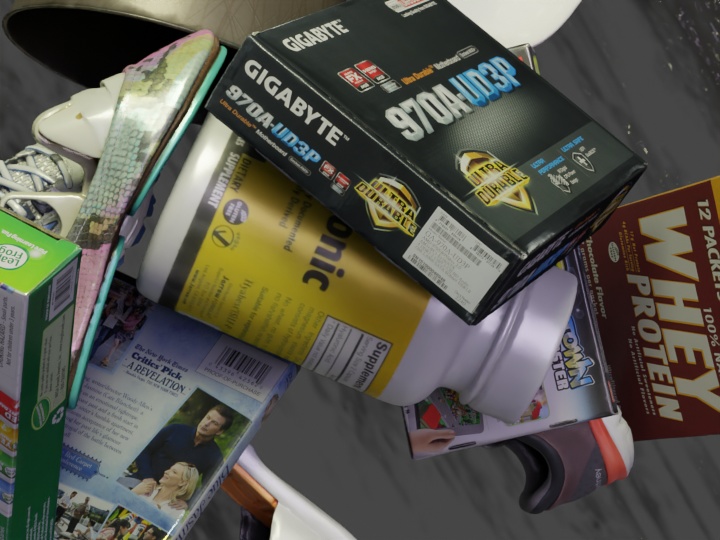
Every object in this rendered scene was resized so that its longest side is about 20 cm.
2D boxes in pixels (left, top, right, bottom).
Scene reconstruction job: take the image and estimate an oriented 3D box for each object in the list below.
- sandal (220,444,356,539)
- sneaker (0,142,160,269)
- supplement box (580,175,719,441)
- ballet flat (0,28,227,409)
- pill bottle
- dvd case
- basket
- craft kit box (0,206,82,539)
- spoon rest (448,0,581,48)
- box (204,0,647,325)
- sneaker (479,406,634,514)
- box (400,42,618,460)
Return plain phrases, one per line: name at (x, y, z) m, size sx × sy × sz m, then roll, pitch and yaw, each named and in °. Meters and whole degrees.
sandal at (-0.054, 0.140, 1.123) m, size 0.207 × 0.079 × 0.059 m, roll 43°, pitch 72°, yaw -2°
sneaker at (-0.180, -0.016, 1.054) m, size 0.200 × 0.077 × 0.085 m, roll -48°, pitch 141°, yaw -7°
supplement box at (0.252, 0.006, 1.186) m, size 0.200 × 0.197 × 0.133 m, roll -12°, pitch 88°, yaw -22°
ballet flat at (-0.131, -0.031, 1.013) m, size 0.071 × 0.069 × 0.200 m, roll 23°, pitch 91°, yaw -8°
pill bottle at (0.000, 0.000, 1.063) m, size 0.200 × 0.111 × 0.111 m, roll 24°, pitch 75°, yaw -4°
dvd case at (-0.140, 0.089, 1.063) m, size 0.143 × 0.018 × 0.200 m, roll 24°, pitch 58°, yaw 18°
basket at (-0.073, -0.192, 1.124) m, size 0.180 × 0.136 × 0.200 m, roll 18°, pitch 74°, yaw -16°
craft kit box at (-0.223, 0.028, 0.966) m, size 0.197 × 0.200 × 0.049 m, roll 28°, pitch 44°, yaw 18°
spoon rest at (0.104, -0.182, 1.186) m, size 0.200 × 0.061 × 0.099 m, roll -29°, pitch 91°, yaw -41°
box at (0.038, -0.063, 1.023) m, size 0.159 × 0.046 × 0.200 m, roll 40°, pitch 27°, yaw 10°
sneaker at (0.073, 0.046, 1.181) m, size 0.082 × 0.077 × 0.200 m, roll -32°, pitch 95°, yaw -14°
box at (0.060, -0.009, 1.134) m, size 0.110 × 0.035 × 0.200 m, roll -13°, pitch 85°, yaw 10°
